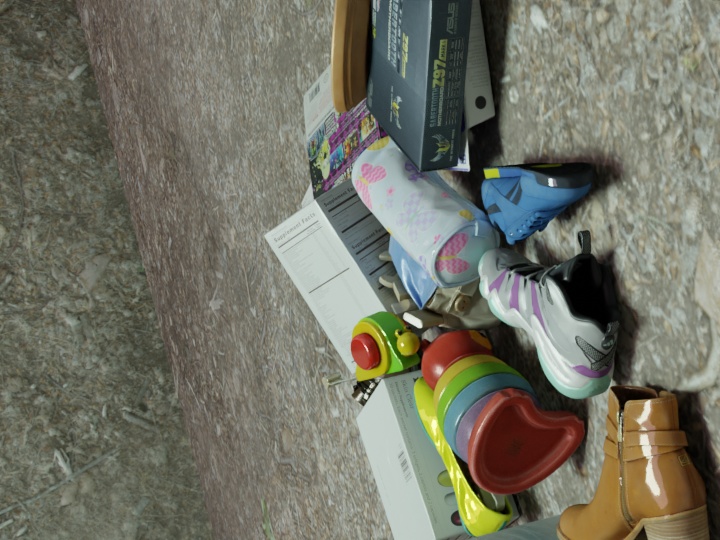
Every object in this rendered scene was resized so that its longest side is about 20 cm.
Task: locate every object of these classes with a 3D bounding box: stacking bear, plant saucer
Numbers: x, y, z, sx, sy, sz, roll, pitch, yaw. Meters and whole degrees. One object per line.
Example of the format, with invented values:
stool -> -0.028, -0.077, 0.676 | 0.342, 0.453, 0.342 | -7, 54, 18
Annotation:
stacking bear -> 0.127, 0.133, 1.415 | 0.114, 0.121, 0.200 | -56, 32, 15
plant saucer -> 0.000, -0.278, 1.522 | 0.200, 0.037, 0.201 | 7, -90, -84

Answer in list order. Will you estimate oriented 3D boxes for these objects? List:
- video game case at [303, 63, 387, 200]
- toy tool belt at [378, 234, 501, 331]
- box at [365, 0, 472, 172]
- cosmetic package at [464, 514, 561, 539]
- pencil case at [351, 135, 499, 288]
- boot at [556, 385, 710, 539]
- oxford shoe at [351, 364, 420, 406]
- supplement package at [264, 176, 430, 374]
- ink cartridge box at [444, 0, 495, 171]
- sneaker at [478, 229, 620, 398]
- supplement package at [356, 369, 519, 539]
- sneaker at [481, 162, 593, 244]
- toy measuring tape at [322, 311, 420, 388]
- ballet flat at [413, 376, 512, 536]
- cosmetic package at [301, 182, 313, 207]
video game case -> -0.012, -0.185, 1.687 | 0.200, 0.036, 0.182 | -41, 50, 55
toy tool belt -> 0.075, -0.007, 1.504 | 0.200, 0.122, 0.125 | -123, 28, -48
box -> 0.058, -0.227, 1.404 | 0.158, 0.051, 0.201 | -125, 30, -50
cosmetic package -> 0.170, 0.348, 1.315 | 0.199, 0.199, 0.124 | -149, 50, -65
pencil case -> 0.069, -0.067, 1.434 | 0.091, 0.083, 0.200 | -49, 44, 12
boot -> 0.240, 0.182, 1.222 | 0.200, 0.073, 0.155 | -9, 94, 59
oxford shoe -> 0.033, 0.149, 1.781 | 0.073, 0.084, 0.201 | -126, 32, -54
supplement package -> 0.000, 0.000, 1.603 | 0.114, 0.109, 0.200 | -30, 93, 45
ink cartridge box -> 0.085, -0.212, 1.479 | 0.198, 0.043, 0.201 | -164, 66, -69
sneaker -> 0.188, 0.009, 1.277 | 0.200, 0.077, 0.140 | 51, 146, 37
supplement package -> 0.089, 0.235, 1.622 | 0.156, 0.110, 0.201 | 118, 136, -63
sneaker -> 0.170, -0.064, 1.277 | 0.200, 0.066, 0.079 | -169, 76, -75
toy measuring tape -> 0.005, 0.088, 1.532 | 0.200, 0.073, 0.074 | -21, 81, 57
ballet flat -> 0.122, 0.202, 1.517 | 0.067, 0.067, 0.201 | -41, 62, 47
cosmetic package -> -0.030, -0.105, 1.863 | 0.200, 0.050, 0.083 | 123, 132, -64
